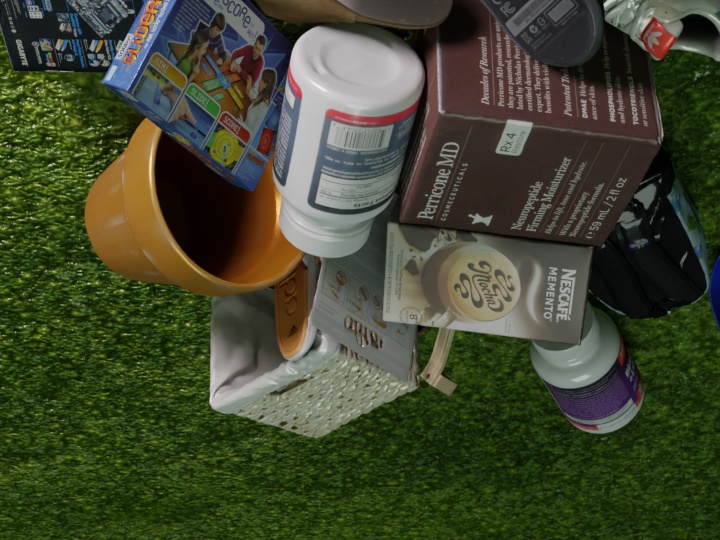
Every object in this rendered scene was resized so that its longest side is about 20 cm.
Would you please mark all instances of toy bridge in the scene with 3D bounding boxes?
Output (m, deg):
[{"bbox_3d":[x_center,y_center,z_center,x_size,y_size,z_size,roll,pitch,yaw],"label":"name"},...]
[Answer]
[{"bbox_3d":[0.129,0.039,1.432,0.067,0.027,0.200,31,97,-43],"label":"toy bridge"}]

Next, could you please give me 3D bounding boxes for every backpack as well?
[{"bbox_3d":[0.293,-0.035,1.419,0.163,0.154,0.200,-25,117,26],"label":"backpack"}]

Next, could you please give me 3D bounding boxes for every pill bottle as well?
[{"bbox_3d":[-0.018,-0.113,1.222,0.119,0.120,0.200,6,135,-9],"label":"pill bottle"},{"bbox_3d":[0.273,0.110,1.643,0.111,0.112,0.200,-13,144,19],"label":"pill bottle"}]

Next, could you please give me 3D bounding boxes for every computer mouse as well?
[{"bbox_3d":[0.134,-0.260,1.107,0.200,0.053,0.138,49,135,-8],"label":"computer mouse"}]

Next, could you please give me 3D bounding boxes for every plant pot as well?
[{"bbox_3d":[-0.176,-0.065,1.333,0.200,0.201,0.183,29,153,-35],"label":"plant pot"}]

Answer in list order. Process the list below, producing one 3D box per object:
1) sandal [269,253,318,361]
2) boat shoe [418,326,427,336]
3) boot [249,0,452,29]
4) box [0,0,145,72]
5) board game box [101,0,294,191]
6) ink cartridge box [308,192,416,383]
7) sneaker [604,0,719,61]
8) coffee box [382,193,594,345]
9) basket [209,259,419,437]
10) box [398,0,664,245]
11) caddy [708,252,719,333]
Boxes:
[{"bbox_3d":[-0.084,-0.006,1.387,0.059,0.207,0.079,21,135,-34],"label":"sandal"},{"bbox_3d":[0.075,0.033,1.568,0.070,0.071,0.200,14,142,-18],"label":"boat shoe"},{"bbox_3d":[-0.017,-0.242,1.152,0.199,0.074,0.076,15,159,8],"label":"boot"},{"bbox_3d":[-0.241,-0.254,1.163,0.158,0.046,0.200,0,146,0],"label":"box"},{"bbox_3d":[-0.127,-0.173,1.179,0.034,0.136,0.200,20,169,34],"label":"board game box"},{"bbox_3d":[0.000,0.000,1.399,0.050,0.201,0.162,-12,147,40],"label":"ink cartridge box"},{"bbox_3d":[0.239,-0.234,1.148,0.199,0.094,0.070,12,144,-18],"label":"sneaker"},{"bbox_3d":[0.128,-0.003,1.327,0.199,0.080,0.113,6,118,9],"label":"coffee box"},{"bbox_3d":[-0.050,0.060,1.493,0.161,0.201,0.198,26,139,-36],"label":"basket"},{"bbox_3d":[0.147,-0.142,1.221,0.199,0.165,0.166,6,146,-8],"label":"box"},{"bbox_3d":[0.469,0.048,1.485,0.105,0.201,0.141,6,151,-40],"label":"caddy"}]
